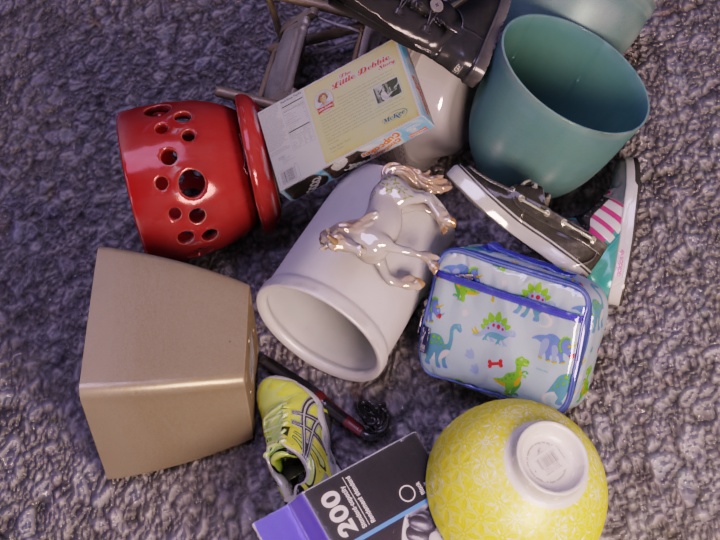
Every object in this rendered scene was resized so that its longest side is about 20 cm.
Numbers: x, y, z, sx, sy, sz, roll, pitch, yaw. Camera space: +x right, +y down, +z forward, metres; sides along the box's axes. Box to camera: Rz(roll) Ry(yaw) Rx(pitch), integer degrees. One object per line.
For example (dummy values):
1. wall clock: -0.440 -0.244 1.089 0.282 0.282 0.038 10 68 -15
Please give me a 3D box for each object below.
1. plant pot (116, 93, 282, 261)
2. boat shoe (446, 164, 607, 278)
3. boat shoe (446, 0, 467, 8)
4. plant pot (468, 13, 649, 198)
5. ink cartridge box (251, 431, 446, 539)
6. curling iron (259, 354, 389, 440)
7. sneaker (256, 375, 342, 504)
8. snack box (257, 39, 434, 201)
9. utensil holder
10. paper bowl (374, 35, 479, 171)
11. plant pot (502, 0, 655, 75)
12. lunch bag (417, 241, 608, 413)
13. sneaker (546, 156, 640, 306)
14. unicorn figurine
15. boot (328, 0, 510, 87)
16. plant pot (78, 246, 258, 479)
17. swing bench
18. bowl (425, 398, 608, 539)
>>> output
1. plant pot: -0.198 -0.118 1.770 0.181 0.201 0.202 -11 53 -1
2. boat shoe: 0.190 -0.067 1.607 0.200 0.071 0.064 38 93 7
3. boat shoe: 0.110 -0.318 1.888 0.200 0.072 0.066 -27 18 38
4. plant pot: 0.222 -0.182 1.704 0.199 0.161 0.202 17 44 -17
5. ink cartridge box: 0.021 0.295 1.442 0.199 0.043 0.199 -26 76 -21
6. curling iron: -0.044 0.147 1.648 0.199 0.026 0.049 24 42 33
7. sneaker: -0.074 0.191 1.577 0.075 0.076 0.201 -43 49 15
8. snack box: -0.020 -0.179 1.669 0.199 0.037 0.117 -26 63 18
9. utensil holder: 0.000 0.000 1.652 0.169 0.171 0.201 20 59 26
10. paper bowl: 0.090 -0.224 1.768 0.104 0.201 0.201 18 61 24
11. plant pot: 0.261 -0.320 1.819 0.199 0.200 0.135 27 92 29
12. lunch bag: 0.167 0.061 1.571 0.199 0.082 0.162 20 104 26
13. sneaker: 0.267 -0.055 1.680 0.120 0.084 0.201 9 58 9
14. unicorn figurine: 0.029 -0.044 1.553 0.137 0.074 0.201 29 41 -9
15. boot: 0.073 -0.326 1.667 0.199 0.066 0.166 27 49 -10
16. plant pot: -0.210 0.108 1.623 0.175 0.201 0.201 0 54 0
17. swing bench: -0.066 -0.269 1.885 0.198 0.130 0.200 4 56 16
18. bowl: 0.177 0.211 1.440 0.198 0.108 0.202 9 59 -15
